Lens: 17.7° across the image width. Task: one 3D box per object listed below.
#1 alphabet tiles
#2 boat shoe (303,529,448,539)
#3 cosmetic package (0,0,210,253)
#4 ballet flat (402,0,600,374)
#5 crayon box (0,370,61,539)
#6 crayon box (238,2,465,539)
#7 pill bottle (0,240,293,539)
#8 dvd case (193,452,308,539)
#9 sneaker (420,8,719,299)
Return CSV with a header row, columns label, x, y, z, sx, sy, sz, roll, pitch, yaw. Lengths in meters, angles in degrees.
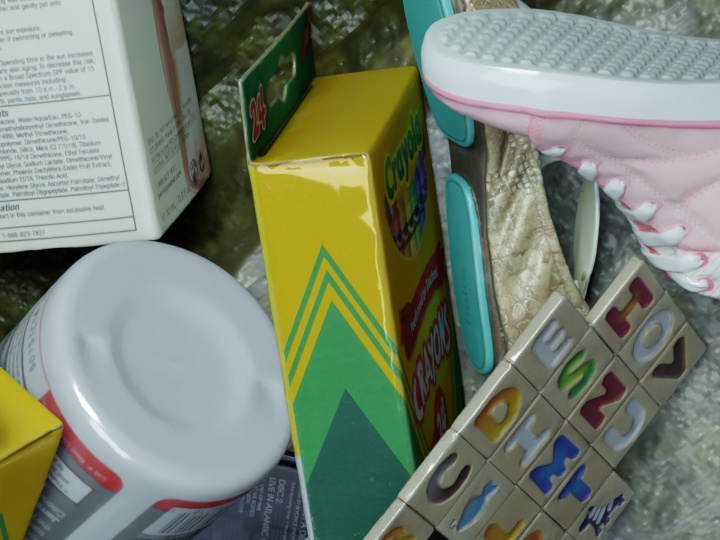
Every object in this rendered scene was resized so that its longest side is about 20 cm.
label,x,y,z,sx,sy,sz,roll,pitch,yaw
alphabet tiles,0.067,0.092,0.940,0.008,0.167,0.200,36,86,32
boat shoe,-0.023,0.153,1.016,0.200,0.068,0.072,-24,103,18
cosmetic package,-0.134,-0.115,0.943,0.103,0.087,0.201,-3,111,14
ballet flat,0.062,-0.053,0.949,0.065,0.071,0.201,-15,112,-12
crayon box,-0.190,0.077,0.894,0.127,0.051,0.200,40,130,19
crayon box,0.000,0.000,0.938,0.051,0.127,0.201,-4,110,13
pill bottle,-0.124,0.083,0.965,0.114,0.114,0.200,43,132,-6
dvd case,-0.086,0.144,1.072,0.199,0.016,0.149,12,111,8
sneaker,0.111,-0.039,0.901,0.200,0.075,0.105,4,117,-21
